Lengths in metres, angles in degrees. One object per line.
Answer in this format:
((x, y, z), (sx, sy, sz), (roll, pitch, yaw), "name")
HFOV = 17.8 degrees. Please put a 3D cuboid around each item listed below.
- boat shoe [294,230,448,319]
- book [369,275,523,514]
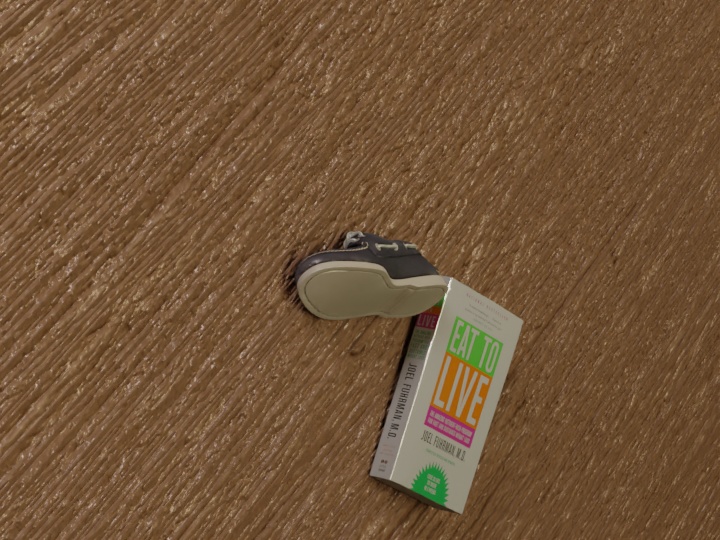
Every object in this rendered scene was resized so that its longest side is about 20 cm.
((0.000, 0.000, 2.024), (0.200, 0.073, 0.063), (7, 48, -54), "boat shoe")
((0.078, 0.118, 2.183), (0.134, 0.048, 0.200), (31, 72, -53), "book")
